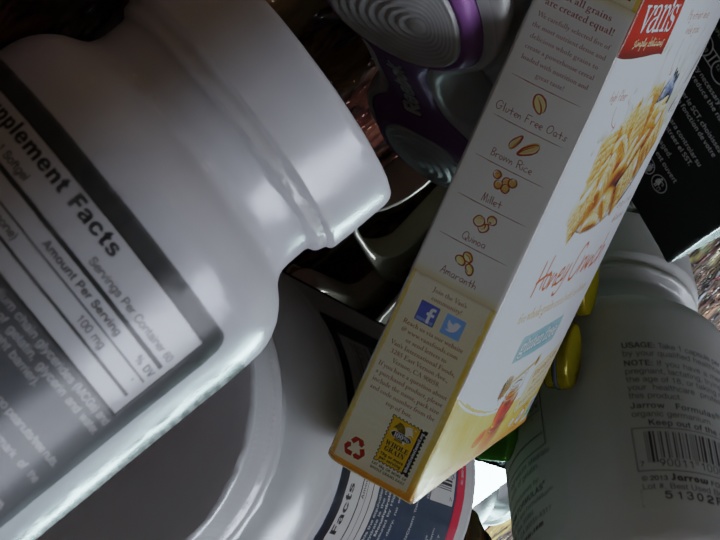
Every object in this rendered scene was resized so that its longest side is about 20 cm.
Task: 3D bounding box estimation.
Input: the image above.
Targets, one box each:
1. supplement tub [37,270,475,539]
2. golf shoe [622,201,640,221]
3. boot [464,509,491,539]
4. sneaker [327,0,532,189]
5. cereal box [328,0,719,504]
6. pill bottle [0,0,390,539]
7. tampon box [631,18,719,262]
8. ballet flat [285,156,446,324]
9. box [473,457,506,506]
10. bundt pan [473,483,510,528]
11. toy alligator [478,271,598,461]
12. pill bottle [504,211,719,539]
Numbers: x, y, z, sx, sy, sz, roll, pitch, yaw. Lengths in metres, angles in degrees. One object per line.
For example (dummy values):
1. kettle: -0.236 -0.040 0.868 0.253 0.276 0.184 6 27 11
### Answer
1. supplement tub: -0.051 0.067 0.814 0.140 0.140 0.200 -44 154 8
2. golf shoe: 0.195 -0.082 1.093 0.200 0.078 0.097 -34 143 7
3. boot: -0.005 0.173 0.940 0.155 0.077 0.200 -19 -165 -3
4. sneaker: 0.039 -0.104 0.754 0.100 0.075 0.200 -55 165 -15
5. cereal box: 0.065 -0.027 0.755 0.200 0.039 0.144 -65 165 17
6. pill bottle: -0.096 0.006 0.622 0.200 0.116 0.116 -39 164 -8
7. tampon box: 0.191 -0.119 0.851 0.150 0.126 0.200 -25 172 -39
8. ballet flat: 0.000 0.000 0.957 0.200 0.067 0.062 -48 135 9
9. box: -0.032 0.130 0.994 0.200 0.050 0.158 -40 164 5
10. bundt pan: 0.026 0.126 1.211 0.202 0.076 0.202 -28 171 -5
11. toy alligator: 0.076 -0.010 0.985 0.054 0.059 0.200 70 31 -53
12. pill bottle: 0.122 0.076 1.015 0.114 0.200 0.114 -2 140 -2
